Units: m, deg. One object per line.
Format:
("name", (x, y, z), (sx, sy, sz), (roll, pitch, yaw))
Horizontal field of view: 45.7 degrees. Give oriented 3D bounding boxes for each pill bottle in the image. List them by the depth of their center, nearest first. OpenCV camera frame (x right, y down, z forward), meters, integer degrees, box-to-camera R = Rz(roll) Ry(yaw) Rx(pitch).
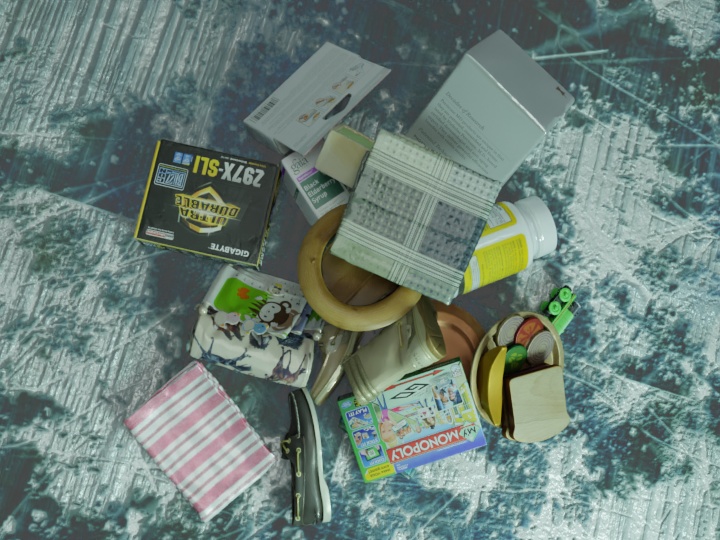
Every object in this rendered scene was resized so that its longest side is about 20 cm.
("pill bottle", (0.205, -0.041, 1.360), (0.196, 0.114, 0.116), (-20, 84, -11))

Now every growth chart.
("growth chart", (-0.139, 0.048, 1.303), (0.196, 0.018, 0.146), (15, 41, -6))

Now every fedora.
("fedora", (0.000, 0.000, 1.251), (0.196, 0.082, 0.205), (3, 72, -10))

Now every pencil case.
("pencil case", (-0.166, 0.112, 1.296), (0.196, 0.078, 0.091), (16, 52, -5))

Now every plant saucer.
("plant saucer", (0.119, 0.146, 1.338), (0.195, 0.037, 0.205), (2, 79, -9))

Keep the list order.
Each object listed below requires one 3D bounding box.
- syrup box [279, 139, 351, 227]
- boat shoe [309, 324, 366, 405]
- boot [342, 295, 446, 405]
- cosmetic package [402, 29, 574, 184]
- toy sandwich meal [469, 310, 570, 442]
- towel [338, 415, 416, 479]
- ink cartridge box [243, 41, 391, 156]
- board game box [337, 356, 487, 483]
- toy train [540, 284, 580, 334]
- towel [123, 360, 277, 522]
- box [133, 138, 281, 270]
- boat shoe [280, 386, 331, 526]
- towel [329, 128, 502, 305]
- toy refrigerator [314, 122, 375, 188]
("syrup box", (-0.045, -0.100, 1.347), (0.078, 0.081, 0.202), (-32, 88, -12))
("boat shoe", (-0.036, 0.110, 1.323), (0.064, 0.072, 0.203), (26, 75, 4))
("boot", (0.043, 0.099, 1.273), (0.154, 0.201, 0.073), (-36, 120, 15))
("cosmetic package", (0.190, -0.223, 1.312), (0.166, 0.201, 0.167), (43, 38, 3))
("toy sandwich meal", (0.254, 0.166, 1.315), (0.201, 0.070, 0.210), (-6, 102, -27))
("towel", (0.073, 0.202, 1.348), (0.146, 0.022, 0.202), (35, 77, -3))
("ink cartridge box", (-0.063, -0.259, 1.336), (0.200, 0.044, 0.173), (-45, 48, -12))
("board game box", (0.078, 0.226, 1.290), (0.196, 0.029, 0.137), (-19, 96, 6))
("toy train", (0.289, 0.110, 1.387), (0.056, 0.042, 0.201), (44, 77, -11))
("towel", (-0.237, 0.255, 1.275), (0.146, 0.030, 0.201), (-39, 93, -7))
("box", (-0.232, -0.101, 1.319), (0.195, 0.049, 0.163), (13, 80, 3))
("boat shoe", (-0.089, 0.279, 1.284), (0.059, 0.072, 0.206), (-8, 85, -14))
("towel", (0.075, -0.077, 1.204), (0.197, 0.035, 0.196), (24, 92, -3))
("toy refrigerator", (0.038, -0.143, 1.265), (0.197, 0.076, 0.071), (29, 110, 3))
